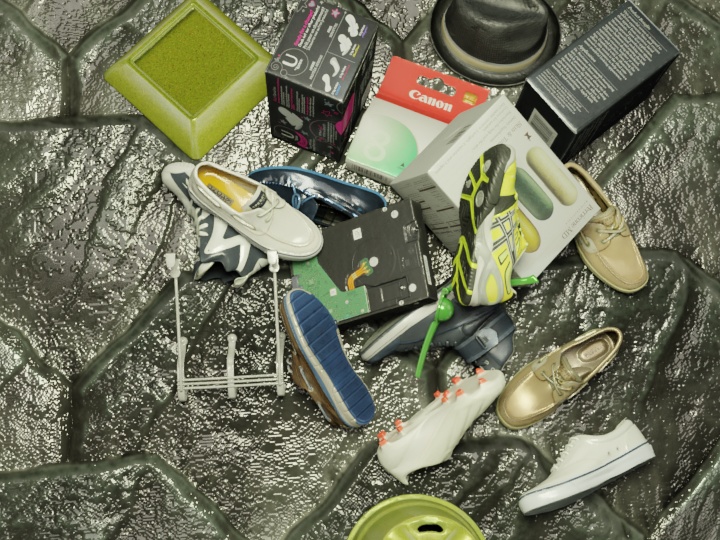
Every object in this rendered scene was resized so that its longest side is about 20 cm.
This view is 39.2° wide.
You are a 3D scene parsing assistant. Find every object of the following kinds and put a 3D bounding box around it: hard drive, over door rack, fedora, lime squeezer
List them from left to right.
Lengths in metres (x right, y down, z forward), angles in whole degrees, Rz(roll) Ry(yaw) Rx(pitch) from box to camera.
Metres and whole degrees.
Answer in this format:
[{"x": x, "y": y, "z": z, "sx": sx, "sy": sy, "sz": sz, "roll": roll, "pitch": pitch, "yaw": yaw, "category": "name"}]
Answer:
[{"x": -0.174, "y": 0.070, "z": 1.346, "sx": 0.147, "sy": 0.067, "sz": 0.201, "roll": -3, "pitch": 99, "yaw": -3, "category": "over door rack"}, {"x": 0.000, "y": 0.000, "z": 1.353, "sx": 0.199, "sy": 0.038, "sz": 0.140, "roll": -19, "pitch": 71, "yaw": 26, "category": "hard drive"}, {"x": 0.127, "y": 0.049, "z": 1.295, "sx": 0.200, "sy": 0.038, "sz": 0.071, "roll": -41, "pitch": 98, "yaw": 11, "category": "lime squeezer"}, {"x": 0.204, "y": -0.370, "z": 1.489, "sx": 0.200, "sy": 0.092, "sz": 0.201, "roll": 0, "pitch": 74, "yaw": -2, "category": "fedora"}]

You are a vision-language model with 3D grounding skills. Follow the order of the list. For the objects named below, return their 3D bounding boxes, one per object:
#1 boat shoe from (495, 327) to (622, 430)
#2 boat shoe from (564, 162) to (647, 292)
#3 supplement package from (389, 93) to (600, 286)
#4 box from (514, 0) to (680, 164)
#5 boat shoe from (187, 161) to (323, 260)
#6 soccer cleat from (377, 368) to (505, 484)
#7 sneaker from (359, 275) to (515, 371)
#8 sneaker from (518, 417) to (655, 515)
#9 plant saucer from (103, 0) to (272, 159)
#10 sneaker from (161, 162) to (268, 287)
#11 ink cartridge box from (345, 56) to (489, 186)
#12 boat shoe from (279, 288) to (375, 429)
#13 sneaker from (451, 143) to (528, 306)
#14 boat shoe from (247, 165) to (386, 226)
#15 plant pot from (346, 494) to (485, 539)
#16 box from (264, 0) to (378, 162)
[{"x": 0.267, "y": 0.140, "z": 1.358, "sx": 0.200, "sy": 0.065, "sz": 0.072, "roll": -33, "pitch": 78, "yaw": -11, "category": "boat shoe"}, {"x": 0.335, "y": -0.060, "z": 1.411, "sx": 0.072, "sy": 0.065, "sz": 0.200, "roll": -28, "pitch": 77, "yaw": -10, "category": "boat shoe"}, {"x": 0.177, "y": -0.100, "z": 1.350, "sx": 0.152, "sy": 0.151, "sz": 0.200, "roll": -45, "pitch": 101, "yaw": -13, "category": "supplement package"}, {"x": 0.325, "y": -0.258, "z": 1.433, "sx": 0.200, "sy": 0.148, "sz": 0.107, "roll": -37, "pitch": 79, "yaw": -12, "category": "box"}, {"x": -0.136, "y": -0.082, "z": 1.335, "sx": 0.200, "sy": 0.070, "sz": 0.071, "roll": 33, "pitch": 70, "yaw": -2, "category": "boat shoe"}, {"x": 0.112, "y": 0.202, "z": 1.322, "sx": 0.200, "sy": 0.069, "sz": 0.078, "roll": -35, "pitch": 101, "yaw": 9, "category": "soccer cleat"}, {"x": 0.112, "y": 0.103, "z": 1.357, "sx": 0.202, "sy": 0.077, "sz": 0.146, "roll": -34, "pitch": 96, "yaw": 10, "category": "sneaker"}, {"x": 0.287, "y": 0.257, "z": 1.329, "sx": 0.199, "sy": 0.073, "sz": 0.071, "roll": -21, "pitch": 66, "yaw": -17, "category": "sneaker"}, {"x": -0.242, "y": -0.296, "z": 1.474, "sx": 0.200, "sy": 0.048, "sz": 0.200, "roll": 42, "pitch": 77, "yaw": 9, "category": "plant saucer"}, {"x": -0.214, "y": -0.052, "z": 1.387, "sx": 0.199, "sy": 0.079, "sz": 0.130, "roll": 37, "pitch": 67, "yaw": -2, "category": "sneaker"}, {"x": 0.086, "y": -0.211, "z": 1.463, "sx": 0.160, "sy": 0.050, "sz": 0.201, "roll": 21, "pitch": 76, "yaw": 4, "category": "ink cartridge box"}, {"x": -0.060, "y": 0.122, "z": 1.326, "sx": 0.072, "sy": 0.072, "sz": 0.201, "roll": -29, "pitch": 94, "yaw": -49, "category": "boat shoe"}, {"x": 0.165, "y": -0.055, "z": 1.236, "sx": 0.076, "sy": 0.075, "sz": 0.201, "roll": 6, "pitch": 103, "yaw": -19, "category": "sneaker"}, {"x": -0.064, "y": -0.094, "z": 1.402, "sx": 0.199, "sy": 0.084, "sz": 0.069, "roll": 9, "pitch": 60, "yaw": 3, "category": "boat shoe"}, {"x": 0.076, "y": 0.365, "z": 1.223, "sx": 0.200, "sy": 0.184, "sz": 0.201, "roll": 1, "pitch": 73, "yaw": -2, "category": "plant pot"}, {"x": -0.054, "y": -0.261, "z": 1.392, "sx": 0.114, "sy": 0.200, "sz": 0.133, "roll": 22, "pitch": 74, "yaw": 3, "category": "box"}]
